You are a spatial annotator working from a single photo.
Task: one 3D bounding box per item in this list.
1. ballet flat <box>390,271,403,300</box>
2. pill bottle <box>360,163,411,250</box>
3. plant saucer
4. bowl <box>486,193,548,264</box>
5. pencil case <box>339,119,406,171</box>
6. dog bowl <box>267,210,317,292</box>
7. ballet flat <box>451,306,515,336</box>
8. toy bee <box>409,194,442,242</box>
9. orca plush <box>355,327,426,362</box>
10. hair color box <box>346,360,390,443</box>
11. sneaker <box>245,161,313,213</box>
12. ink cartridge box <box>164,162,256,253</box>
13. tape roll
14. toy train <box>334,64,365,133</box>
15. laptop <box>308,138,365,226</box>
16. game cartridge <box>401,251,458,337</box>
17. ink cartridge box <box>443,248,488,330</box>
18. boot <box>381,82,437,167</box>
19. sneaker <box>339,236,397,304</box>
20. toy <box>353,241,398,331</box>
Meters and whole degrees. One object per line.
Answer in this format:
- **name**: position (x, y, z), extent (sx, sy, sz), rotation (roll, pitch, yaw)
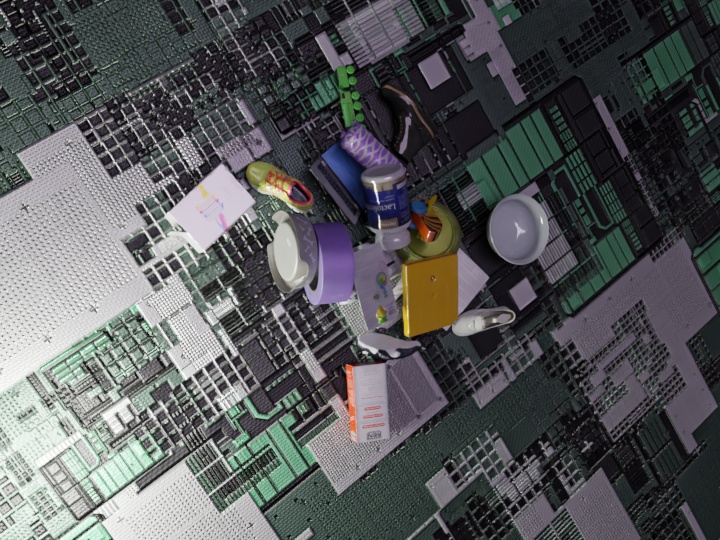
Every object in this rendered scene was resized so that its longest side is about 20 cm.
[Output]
- **ballet flat**: position (0.083, 0.066, 1.772), extent (0.200, 0.069, 0.070), rotation (-46, 103, -12)
- **pill bottle**: position (0.071, -0.163, 1.687), extent (0.114, 0.116, 0.203), rotation (-20, 116, -19)
- **plant saucer**: position (0.186, -0.103, 1.807), extent (0.196, 0.031, 0.204), rotation (1, 80, -6)
- **bowl**: position (0.440, -0.116, 1.899), extent (0.198, 0.090, 0.205), rotation (1, 87, -20)
- **pencil case**: position (0.030, -0.301, 1.731), extent (0.200, 0.085, 0.084), rotation (41, 71, -21)
- **dog bowl**: position (-0.168, -0.048, 1.620), extent (0.058, 0.199, 0.204), rotation (-6, 91, -30)
- **ballet flat**: position (0.358, 0.142, 1.876), extent (0.197, 0.069, 0.071), rotation (-11, 92, -20)
- **toy bee**: position (0.171, -0.162, 1.748), extent (0.107, 0.131, 0.202), rotation (-12, 69, -31)
- **orca plush**: position (0.076, 0.215, 1.785), extent (0.197, 0.072, 0.106), rotation (-6, 46, -29)
- **hair color box**: position (0.021, 0.350, 1.747), extent (0.100, 0.061, 0.204), rotation (-3, 88, -20)
- **sneaker**: position (-0.199, -0.220, 1.666), extent (0.198, 0.090, 0.079), rotation (27, 81, -16)
- **ink cartridge box**: position (-0.373, -0.139, 1.580), extent (0.200, 0.128, 0.125), rotation (-46, 103, -14)
- **tape roll**: position (-0.086, -0.018, 1.644), extent (0.084, 0.200, 0.204), rotation (-5, 90, -20)
- **toy train**: position (-0.029, -0.454, 1.756), extent (0.055, 0.042, 0.204), rotation (-10, 87, -10)
- **laptop**: position (-0.022, -0.248, 1.723), extent (0.115, 0.200, 0.188), rotation (-36, 102, 17)
- **game cartridge**: position (0.189, 0.064, 1.767), extent (0.174, 0.032, 0.203), rotation (-12, 110, -29)
- **ink cartridge box**: position (0.246, 0.042, 1.853), extent (0.161, 0.050, 0.201), rotation (42, 85, -14)
- **boot**: position (0.106, -0.400, 1.796), extent (0.200, 0.077, 0.139), rotation (41, 81, -13)
- **sneaker**: position (0.000, 0.000, 1.744), extent (0.199, 0.075, 0.116), rotation (-36, 100, -23)
- **toy**: position (0.024, 0.041, 1.683), extent (0.114, 0.047, 0.203), rotation (-24, 102, -36)
